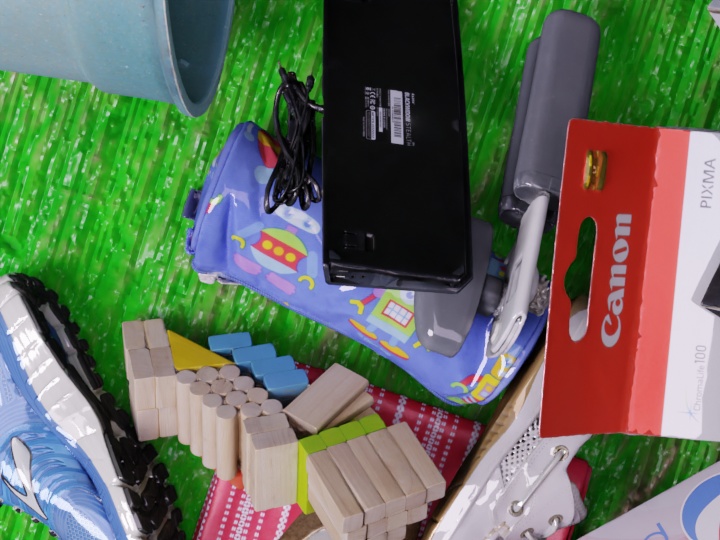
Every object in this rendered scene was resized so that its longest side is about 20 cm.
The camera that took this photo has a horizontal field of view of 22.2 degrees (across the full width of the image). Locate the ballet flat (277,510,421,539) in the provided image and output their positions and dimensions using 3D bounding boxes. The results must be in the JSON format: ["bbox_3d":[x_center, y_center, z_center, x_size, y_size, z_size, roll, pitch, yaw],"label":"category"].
[{"bbox_3d":[-0.040,0.184,0.955,0.200,0.072,0.068,-43,94,0],"label":"ballet flat"}]

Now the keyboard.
[{"bbox_3d":[0.001,-0.069,0.937,0.104,0.040,0.201,8,52,-10],"label":"keyboard"}]

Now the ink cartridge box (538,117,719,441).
[{"bbox_3d":[0.180,0.008,0.934,0.199,0.047,0.161,2,95,-41],"label":"ink cartridge box"}]

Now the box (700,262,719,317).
[{"bbox_3d":[0.296,-0.021,0.947,0.200,0.047,0.194,31,80,-24],"label":"box"}]

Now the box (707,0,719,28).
[{"bbox_3d":[0.270,-0.105,0.869,0.156,0.041,0.200,-48,120,-13],"label":"box"}]

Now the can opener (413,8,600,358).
[{"bbox_3d":[0.080,-0.047,0.933,0.066,0.053,0.201,21,62,-7],"label":"can opener"}]

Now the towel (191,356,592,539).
[{"bbox_3d":[0.015,0.142,1.002,0.199,0.022,0.145,19,92,-3],"label":"towel"}]

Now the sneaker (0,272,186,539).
[{"bbox_3d":[-0.163,0.105,0.974,0.089,0.079,0.200,-30,88,11],"label":"sneaker"}]

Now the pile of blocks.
[{"bbox_3d":[-0.043,0.088,0.960,0.200,0.062,0.082,30,47,27],"label":"pile of blocks"}]

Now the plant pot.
[{"bbox_3d":[-0.170,-0.179,0.898,0.195,0.200,0.201,2,94,5],"label":"plant pot"}]

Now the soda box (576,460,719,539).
[{"bbox_3d":[0.165,0.156,0.931,0.200,0.070,0.064,-29,130,1],"label":"soda box"}]

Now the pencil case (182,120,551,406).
[{"bbox_3d":[0.000,0.000,0.963,0.199,0.078,0.087,27,98,-4],"label":"pencil case"}]

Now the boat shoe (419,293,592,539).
[{"bbox_3d":[0.087,0.112,0.957,0.069,0.071,0.200,33,89,1],"label":"boat shoe"}]
